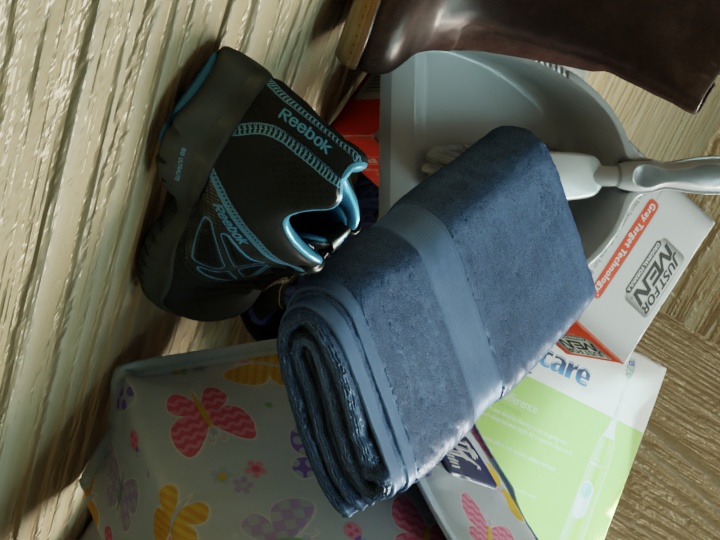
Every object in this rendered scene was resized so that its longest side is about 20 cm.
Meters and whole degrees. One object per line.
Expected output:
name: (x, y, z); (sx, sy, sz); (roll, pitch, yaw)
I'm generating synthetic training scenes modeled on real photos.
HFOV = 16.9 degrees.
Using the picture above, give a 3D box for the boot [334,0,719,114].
boot: (0.096, -0.126, 1.181); (0.200, 0.166, 0.072); (-49, 167, -44)

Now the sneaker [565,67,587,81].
sneaker: (0.094, -0.164, 1.408); (0.077, 0.082, 0.200); (55, 40, -37)

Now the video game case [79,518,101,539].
video game case: (-0.144, 0.179, 1.364); (0.200, 0.024, 0.182); (-58, 171, -7)

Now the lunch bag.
lunch bag: (-0.012, 0.119, 1.176); (0.200, 0.170, 0.127); (-6, 141, -27)

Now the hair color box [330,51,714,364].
hair color box: (0.087, -0.048, 1.298); (0.102, 0.200, 0.061); (-55, -156, -15)

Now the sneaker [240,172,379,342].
sneaker: (0.000, 0.001, 1.316); (0.115, 0.081, 0.200); (23, 69, -40)

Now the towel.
towel: (0.034, 0.018, 1.132); (0.200, 0.049, 0.112); (-39, 120, -44)

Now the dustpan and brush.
dustpan and brush: (0.111, -0.049, 1.241); (0.057, 0.200, 0.140); (8, -82, 62)

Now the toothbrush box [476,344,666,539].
toothbrush box: (0.069, 0.117, 1.389); (0.086, 0.146, 0.200); (13, -101, 55)

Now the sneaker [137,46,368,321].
sneaker: (-0.046, -0.017, 1.056); (0.073, 0.082, 0.200); (-57, 172, -21)
